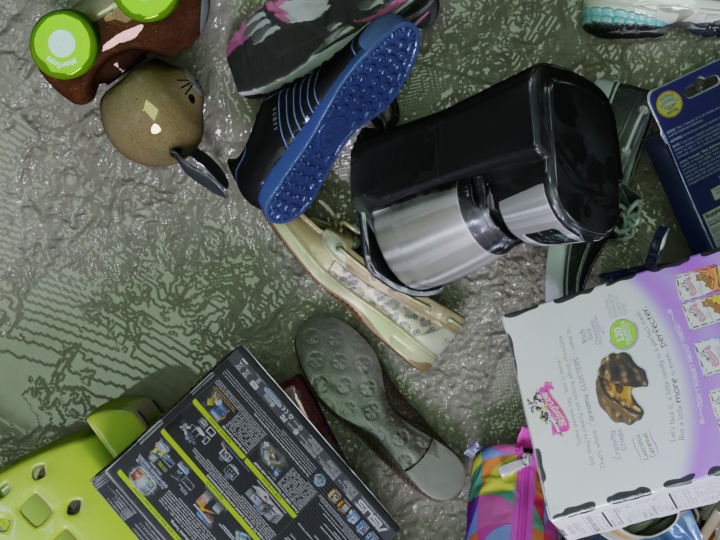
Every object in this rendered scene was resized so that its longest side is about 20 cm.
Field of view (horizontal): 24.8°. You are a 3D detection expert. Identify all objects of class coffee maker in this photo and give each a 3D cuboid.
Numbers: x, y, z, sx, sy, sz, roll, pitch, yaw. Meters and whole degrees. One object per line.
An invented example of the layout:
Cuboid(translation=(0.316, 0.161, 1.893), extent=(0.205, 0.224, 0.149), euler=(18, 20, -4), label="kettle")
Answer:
Cuboid(translation=(0.095, -0.093, 1.318), extent=(0.199, 0.134, 0.194), euler=(-20, 90, 38), label="coffee maker")

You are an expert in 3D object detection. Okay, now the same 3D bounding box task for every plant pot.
Cuboid(translation=(-0.211, 0.219, 1.365), extent=(0.181, 0.199, 0.201), euler=(-37, 90, -1), label="plant pot")

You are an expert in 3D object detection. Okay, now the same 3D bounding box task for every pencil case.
Cuboid(translation=(0.122, 0.231, 1.340), extent=(0.087, 0.089, 0.201), euler=(4, 49, 4), label="pencil case")

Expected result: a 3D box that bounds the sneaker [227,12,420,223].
Cuboid(translation=(-0.036, -0.137, 1.344), extent=(0.200, 0.070, 0.078), euler=(-51, 55, 9), label="sneaker")

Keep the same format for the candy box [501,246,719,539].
Cuboid(translation=(0.221, 0.091, 1.220), extent=(0.198, 0.072, 0.169), euler=(-17, 63, 13), label="candy box")

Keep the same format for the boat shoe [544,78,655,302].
Cuboid(translation=(0.207, -0.058, 1.382), extent=(0.067, 0.074, 0.201), euler=(15, 85, 17), label="boat shoe")

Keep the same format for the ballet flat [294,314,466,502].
Cuboid(translation=(0.016, 0.121, 1.421), extent=(0.067, 0.046, 0.200), euler=(-44, 86, -8), label="ballet flat")

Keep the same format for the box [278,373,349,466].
Cuboid(translation=(-0.052, 0.201, 1.399), extent=(0.099, 0.095, 0.201), euler=(-26, 91, 4), label="box")

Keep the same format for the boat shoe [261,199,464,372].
Cuboid(translation=(0.000, 0.000, 1.402), extent=(0.200, 0.073, 0.063), euler=(43, 93, -10), label="boat shoe")

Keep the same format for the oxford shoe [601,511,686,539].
Cuboid(translation=(0.256, 0.135, 1.261), extent=(0.075, 0.058, 0.200), euler=(44, 94, 2), label="oxford shoe")

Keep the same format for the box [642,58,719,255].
Cuboid(translation=(0.311, -0.072, 1.368), extent=(0.120, 0.032, 0.202), euler=(-25, 93, -28), label="box")

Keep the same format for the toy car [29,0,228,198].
Cuboid(translation=(-0.161, -0.150, 1.361), extent=(0.157, 0.164, 0.201), euler=(-33, 99, 5), label="toy car")

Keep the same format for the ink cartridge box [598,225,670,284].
Cuboid(translation=(0.247, 0.067, 1.354), extent=(0.076, 0.136, 0.202), euler=(-11, 93, 2), label="ink cartridge box")

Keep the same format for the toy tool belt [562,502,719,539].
Cuboid(translation=(0.217, 0.255, 1.343), extent=(0.200, 0.123, 0.125), euler=(-40, 89, -22), label="toy tool belt")

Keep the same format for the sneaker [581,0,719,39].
Cuboid(translation=(0.285, -0.242, 1.367), extent=(0.198, 0.078, 0.087), euler=(1, 90, 3), label="sneaker")

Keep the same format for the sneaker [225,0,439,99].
Cuboid(translation=(-0.018, -0.193, 1.388), extent=(0.199, 0.086, 0.081), euler=(-21, 60, 25), label="sneaker")

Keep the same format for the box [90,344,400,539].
Cuboid(translation=(-0.088, 0.185, 1.289), extent=(0.200, 0.044, 0.160), euler=(48, 60, -3), label="box")
